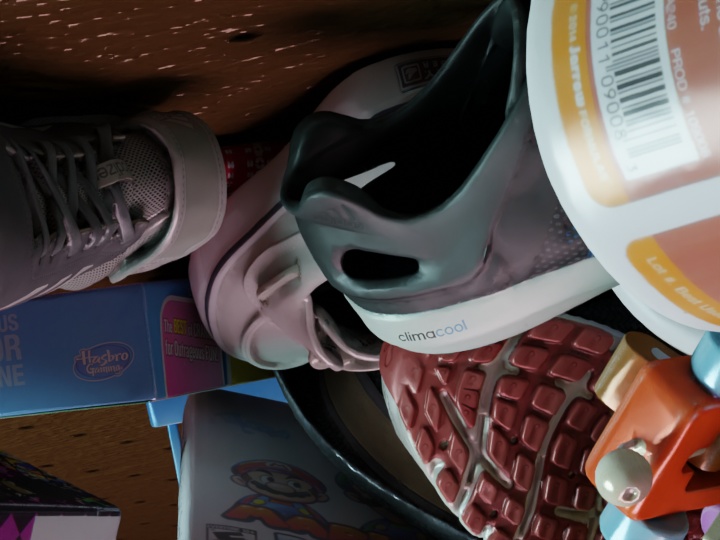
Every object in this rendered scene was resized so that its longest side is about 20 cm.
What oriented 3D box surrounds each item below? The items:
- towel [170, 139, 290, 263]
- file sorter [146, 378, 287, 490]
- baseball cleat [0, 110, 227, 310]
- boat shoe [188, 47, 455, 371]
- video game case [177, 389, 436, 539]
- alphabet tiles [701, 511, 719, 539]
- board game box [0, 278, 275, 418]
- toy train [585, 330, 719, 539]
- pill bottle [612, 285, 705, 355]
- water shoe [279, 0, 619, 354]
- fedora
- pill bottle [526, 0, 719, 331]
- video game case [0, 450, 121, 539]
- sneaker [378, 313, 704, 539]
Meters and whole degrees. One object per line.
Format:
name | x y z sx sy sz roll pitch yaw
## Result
towel | -0.096 -0.015 1.013 0.200 0.023 0.145 -7 171 -15
file sorter | 0.018 0.075 1.266 0.200 0.123 0.139 -10 -168 -1
baseball cleat | -0.089 -0.026 0.833 0.106 0.070 0.200 -14 -178 -7
boat shoe | 0.000 0.000 0.951 0.072 0.066 0.200 -2 158 -26
video game case | 0.033 0.097 1.079 0.200 0.024 0.182 11 -164 -6
alphabet tiles | 0.160 0.034 0.846 0.006 0.167 0.200 30 168 31
board game box | -0.107 0.028 1.101 0.153 0.040 0.200 -7 180 19
toy train | 0.080 0.083 0.859 0.150 0.056 0.200 -11 136 -44
pill bottle | 0.138 -0.017 0.949 0.111 0.111 0.200 -11 172 12
water shoe | 0.073 -0.046 0.798 0.200 0.072 0.079 -31 129 13
fedora | 0.063 0.021 1.076 0.200 0.201 0.092 -2 128 -43
pill bottle | 0.144 -0.058 0.663 0.200 0.112 0.112 -16 169 42
video game case | -0.218 0.069 1.081 0.200 0.036 0.181 20 -169 40
sneaker | 0.073 0.055 0.957 0.200 0.078 0.082 27 -174 -43
